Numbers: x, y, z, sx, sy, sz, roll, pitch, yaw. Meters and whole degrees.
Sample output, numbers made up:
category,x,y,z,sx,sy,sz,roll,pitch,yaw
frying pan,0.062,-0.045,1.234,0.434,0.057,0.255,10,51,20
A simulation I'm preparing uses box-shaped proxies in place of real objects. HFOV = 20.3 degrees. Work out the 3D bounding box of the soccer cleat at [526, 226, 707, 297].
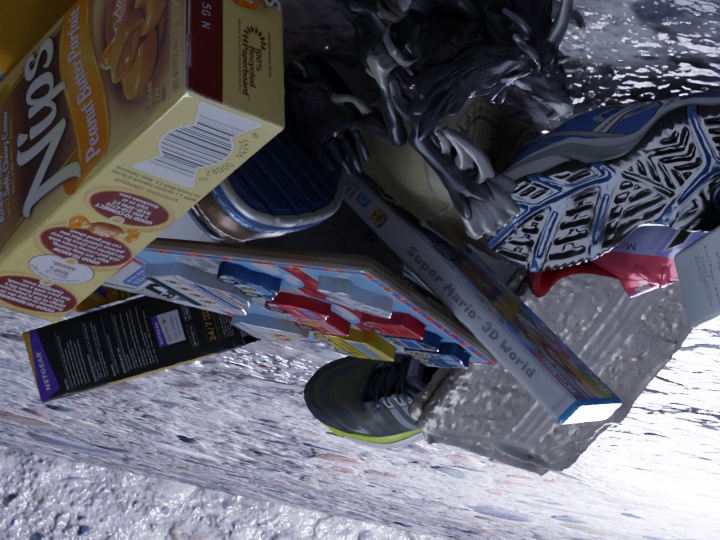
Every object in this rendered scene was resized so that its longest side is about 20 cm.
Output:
category,x,y,z,sx,sy,sz,roll,pitch,yaw
soccer cleat,0.183,-0.018,1.128,0.199,0.077,0.067,3,164,33

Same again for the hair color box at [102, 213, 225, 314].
category,x,y,z,sx,sy,sz,roll,pitch,yaw
hair color box,-0.069,-0.024,1.230,0.199,0.064,0.111,14,145,-39

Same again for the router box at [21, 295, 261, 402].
category,x,y,z,sx,sy,sz,roll,pitch,yaw
router box,-0.120,0.037,1.412,0.157,0.052,0.200,-16,179,20

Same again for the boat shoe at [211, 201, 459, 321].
category,x,y,z,sx,sy,sz,roll,pitch,yaw
boat shoe,0.000,0.000,1.170,0.200,0.074,0.067,18,-151,-42

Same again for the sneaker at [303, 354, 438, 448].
category,x,y,z,sx,sy,sz,roll,pitch,yaw
sneaker,0.044,0.076,1.380,0.199,0.074,0.081,-5,152,30

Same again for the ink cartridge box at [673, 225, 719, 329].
category,x,y,z,sx,sy,sz,roll,pitch,yaw
ink cartridge box,0.270,-0.025,0.947,0.199,0.044,0.174,-11,171,-12

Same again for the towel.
category,x,y,z,sx,sy,sz,roll,pitch,yaw
towel,0.132,0.047,1.272,0.132,0.200,0.035,18,-150,-32

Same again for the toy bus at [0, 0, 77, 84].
category,x,y,z,sx,sy,sz,roll,pitch,yaw
toy bus,-0.139,-0.106,1.063,0.199,0.065,0.078,20,162,-31

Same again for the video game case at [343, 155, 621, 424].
category,x,y,z,sx,sy,sz,roll,pitch,yaw
video game case,0.063,0.009,1.139,0.200,0.018,0.143,46,-170,14

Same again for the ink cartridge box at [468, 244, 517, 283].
category,x,y,z,sx,sy,sz,roll,pitch,yaw
ink cartridge box,0.088,0.018,1.377,0.116,0.068,0.200,5,164,24

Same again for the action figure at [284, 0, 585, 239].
category,x,y,z,sx,sy,sz,roll,pitch,yaw
action figure,0.049,-0.086,0.892,0.102,0.119,0.200,39,165,-24

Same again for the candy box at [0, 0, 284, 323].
category,x,y,z,sx,sy,sz,roll,pitch,yaw
candy box,-0.112,-0.072,0.931,0.055,0.116,0.200,21,142,-32

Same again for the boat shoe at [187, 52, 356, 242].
category,x,y,z,sx,sy,sz,roll,pitch,yaw
boat shoe,-0.051,-0.048,0.998,0.072,0.072,0.200,-35,-174,20

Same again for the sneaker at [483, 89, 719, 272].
category,x,y,z,sx,sy,sz,roll,pitch,yaw
sneaker,0.155,-0.062,1.013,0.199,0.077,0.076,-11,122,22

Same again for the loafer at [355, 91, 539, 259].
category,x,y,z,sx,sy,sz,roll,pitch,yaw
loafer,0.049,-0.059,1.088,0.068,0.076,0.200,18,172,18

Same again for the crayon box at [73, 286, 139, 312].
category,x,y,z,sx,sy,sz,roll,pitch,yaw
crayon box,-0.203,-0.033,1.359,0.126,0.052,0.200,38,158,-19

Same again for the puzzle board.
category,x,y,z,sx,sy,sz,roll,pitch,yaw
puzzle board,-0.027,0.020,1.078,0.150,0.017,0.200,5,166,24
